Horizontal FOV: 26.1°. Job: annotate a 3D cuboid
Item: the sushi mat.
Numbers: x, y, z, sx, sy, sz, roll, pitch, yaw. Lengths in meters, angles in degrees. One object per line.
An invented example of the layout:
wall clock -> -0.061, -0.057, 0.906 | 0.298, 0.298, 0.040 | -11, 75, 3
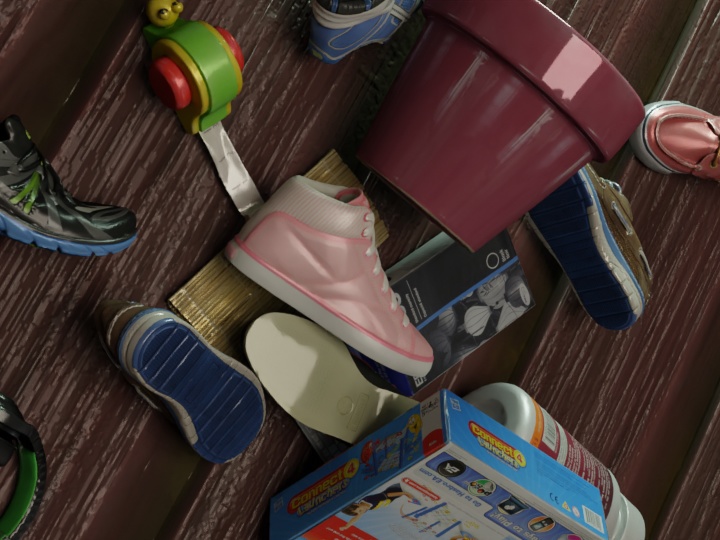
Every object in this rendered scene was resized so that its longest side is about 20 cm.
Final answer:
sushi mat -> -0.063, -0.004, 1.262 | 0.200, 0.012, 0.096 | -44, 115, -25

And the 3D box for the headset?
headset -> -0.298, 0.117, 1.083 | 0.123, 0.094, 0.200 | -38, 129, -32

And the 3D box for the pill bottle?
pill bottle -> 0.161, 0.196, 1.380 | 0.200, 0.109, 0.110 | 43, 70, -30

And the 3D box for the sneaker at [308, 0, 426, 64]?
sneaker -> 0.018, -0.238, 1.277 | 0.200, 0.076, 0.077 | -37, 159, -40

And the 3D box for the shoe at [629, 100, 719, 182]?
shoe -> 0.359, -0.120, 1.507 | 0.200, 0.091, 0.072 | 12, 86, -36

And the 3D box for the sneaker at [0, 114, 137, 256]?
sneaker -> -0.240, -0.064, 1.095 | 0.199, 0.071, 0.083 | 24, 86, -32

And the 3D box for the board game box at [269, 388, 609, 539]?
board game box -> 0.063, 0.204, 1.264 | 0.200, 0.196, 0.056 | 35, 34, -33

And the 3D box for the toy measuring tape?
toy measuring tape -> -0.107, -0.120, 1.182 | 0.074, 0.074, 0.200 | -36, 111, -28

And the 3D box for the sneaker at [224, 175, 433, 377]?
sneaker -> 0.000, 0.000, 1.229 | 0.200, 0.075, 0.105 | 35, 94, -21

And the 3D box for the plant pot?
plant pot -> 0.100, -0.122, 1.267 | 0.200, 0.200, 0.179 | 40, 91, -31

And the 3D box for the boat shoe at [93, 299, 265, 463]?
boat shoe -> -0.135, 0.076, 1.174 | 0.072, 0.072, 0.200 | -47, 145, -14

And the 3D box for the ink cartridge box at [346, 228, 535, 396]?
ink cartridge box -> 0.059, 0.036, 1.338 | 0.200, 0.039, 0.100 | -34, 113, -28

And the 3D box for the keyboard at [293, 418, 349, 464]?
keyboard -> -0.009, 0.147, 1.310 | 0.056, 0.011, 0.200 | -40, 116, -16

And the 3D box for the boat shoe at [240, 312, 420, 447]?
boat shoe -> -0.023, 0.098, 1.253 | 0.201, 0.063, 0.074 | 35, 78, -28

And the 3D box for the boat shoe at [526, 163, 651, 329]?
boat shoe -> 0.206, -0.046, 1.415 | 0.072, 0.072, 0.200 | -44, 115, -44
